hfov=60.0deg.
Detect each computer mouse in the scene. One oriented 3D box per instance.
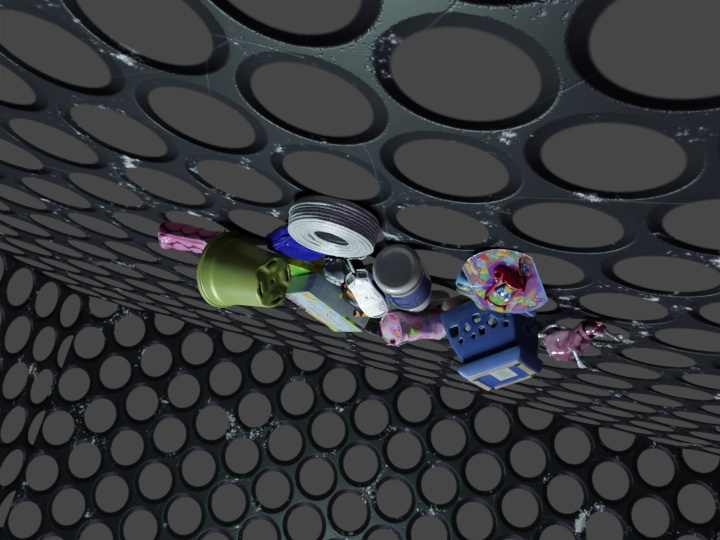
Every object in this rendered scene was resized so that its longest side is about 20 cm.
[{"bbox_3d":[0.002,0.027,1.482,0.108,0.044,0.202,-20,117,24],"label":"computer mouse"}]

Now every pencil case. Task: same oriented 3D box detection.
[{"bbox_3d":[0.140,0.142,1.591,0.198,0.089,0.087,-3,179,-41],"label":"pencil case"},{"bbox_3d":[-0.450,-0.082,1.683,0.196,0.092,0.094,10,-159,12],"label":"pencil case"}]

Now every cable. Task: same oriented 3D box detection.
[{"bbox_3d":[-0.058,-0.091,1.316,0.196,0.070,0.200,16,164,-1],"label":"cable"}]

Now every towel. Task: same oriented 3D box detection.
[{"bbox_3d":[-0.139,-0.064,1.522,0.146,0.050,0.199,24,162,-25],"label":"towel"}]

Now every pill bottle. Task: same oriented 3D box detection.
[{"bbox_3d":[0.107,0.026,1.473,0.114,0.118,0.200,9,163,21],"label":"pill bottle"}]

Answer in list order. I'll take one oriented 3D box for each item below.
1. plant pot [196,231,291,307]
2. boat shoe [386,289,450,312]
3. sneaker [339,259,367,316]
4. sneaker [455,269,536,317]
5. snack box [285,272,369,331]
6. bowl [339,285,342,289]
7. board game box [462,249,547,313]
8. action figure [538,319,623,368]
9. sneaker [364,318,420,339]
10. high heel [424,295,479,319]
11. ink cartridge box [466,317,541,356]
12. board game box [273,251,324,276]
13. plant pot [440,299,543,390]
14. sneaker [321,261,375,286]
[{"bbox_3d":[-0.285,0.012,1.603,0.182,0.204,0.200,11,165,35],"label":"plant pot"},{"bbox_3d":[0.142,0.067,1.628,0.196,0.070,0.072,-11,161,-21],"label":"boat shoe"},{"bbox_3d":[-0.022,0.038,1.562,0.089,0.070,0.202,-18,120,19],"label":"sneaker"},{"bbox_3d":[0.313,0.057,1.440,0.196,0.071,0.083,20,140,2],"label":"sneaker"},{"bbox_3d":[-0.092,0.091,1.718,0.199,0.068,0.168,37,158,-25],"label":"snack box"},{"bbox_3d":[0.055,0.076,1.767,0.197,0.076,0.199,1,158,42],"label":"bowl"},{"bbox_3d":[0.306,0.040,1.334,0.156,0.039,0.201,-6,133,31],"label":"board game box"},{"bbox_3d":[0.567,0.163,1.608,0.150,0.133,0.201,54,158,18],"label":"action figure"},{"bbox_3d":[0.097,0.167,1.765,0.197,0.077,0.116,7,161,17],"label":"sneaker"},{"bbox_3d":[0.276,0.098,1.699,0.197,0.069,0.095,3,-179,38],"label":"high heel"},{"bbox_3d":[0.409,0.193,1.811,0.197,0.087,0.146,7,162,30],"label":"ink cartridge box"},{"bbox_3d":[-0.142,-0.009,1.713,0.197,0.048,0.101,19,163,-13],"label":"board game box"},{"bbox_3d":[0.334,0.181,1.549,0.198,0.183,0.199,-24,147,25],"label":"plant pot"},{"bbox_3d":[0.000,0.000,1.616,0.196,0.075,0.088,14,141,-4],"label":"sneaker"}]
